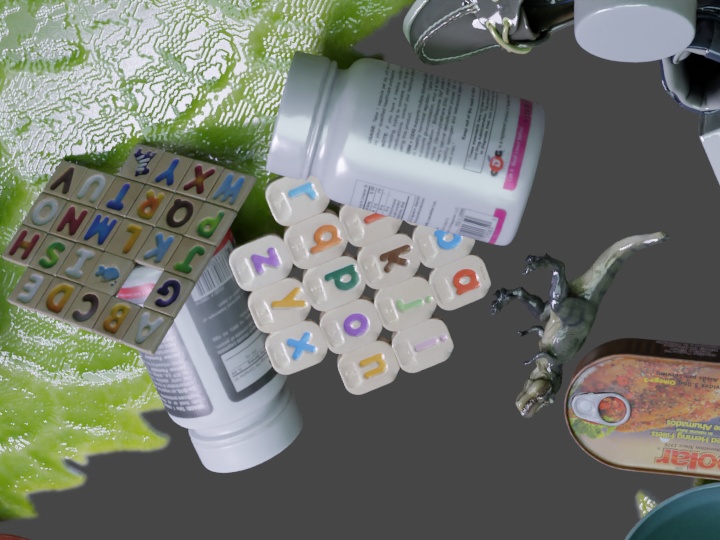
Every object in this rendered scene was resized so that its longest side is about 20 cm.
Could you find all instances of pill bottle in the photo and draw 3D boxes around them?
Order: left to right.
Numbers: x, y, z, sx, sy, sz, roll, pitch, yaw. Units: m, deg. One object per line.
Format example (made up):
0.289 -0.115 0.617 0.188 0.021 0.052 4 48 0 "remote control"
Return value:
-0.129 0.060 1.597 0.113 0.114 0.201 -14 113 21 "pill bottle"
0.034 -0.098 1.460 0.198 0.114 0.114 15 120 -2 "pill bottle"
0.187 -0.250 1.295 0.109 0.202 0.111 3 160 1 "pill bottle"

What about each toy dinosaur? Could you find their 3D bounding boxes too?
0.161 0.026 1.545 0.088 0.048 0.201 25 119 -11 "toy dinosaur"

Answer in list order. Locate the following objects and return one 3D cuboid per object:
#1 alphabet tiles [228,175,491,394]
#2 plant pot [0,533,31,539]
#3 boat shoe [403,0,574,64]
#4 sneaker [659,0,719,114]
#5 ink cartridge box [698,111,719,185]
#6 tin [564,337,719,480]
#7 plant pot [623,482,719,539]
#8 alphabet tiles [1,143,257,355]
0.000 0.000 1.556 0.194 0.015 0.201 -22 109 2 "alphabet tiles"
-0.356 0.375 1.779 0.200 0.201 0.183 36 129 -6 "plant pot"
0.122 -0.200 1.408 0.200 0.061 0.072 -24 147 23 "boat shoe"
0.268 -0.207 1.338 0.076 0.146 0.204 18 119 6 "sneaker"
0.358 -0.055 1.428 0.145 0.086 0.201 -19 112 23 "ink cartridge box"
0.269 0.115 1.567 0.198 0.042 0.113 6 114 12 "tin"
0.312 0.297 1.577 0.198 0.202 0.135 -1 144 15 "plant pot"
-0.199 -0.029 1.542 0.199 0.168 0.008 17 159 35 "alphabet tiles"
